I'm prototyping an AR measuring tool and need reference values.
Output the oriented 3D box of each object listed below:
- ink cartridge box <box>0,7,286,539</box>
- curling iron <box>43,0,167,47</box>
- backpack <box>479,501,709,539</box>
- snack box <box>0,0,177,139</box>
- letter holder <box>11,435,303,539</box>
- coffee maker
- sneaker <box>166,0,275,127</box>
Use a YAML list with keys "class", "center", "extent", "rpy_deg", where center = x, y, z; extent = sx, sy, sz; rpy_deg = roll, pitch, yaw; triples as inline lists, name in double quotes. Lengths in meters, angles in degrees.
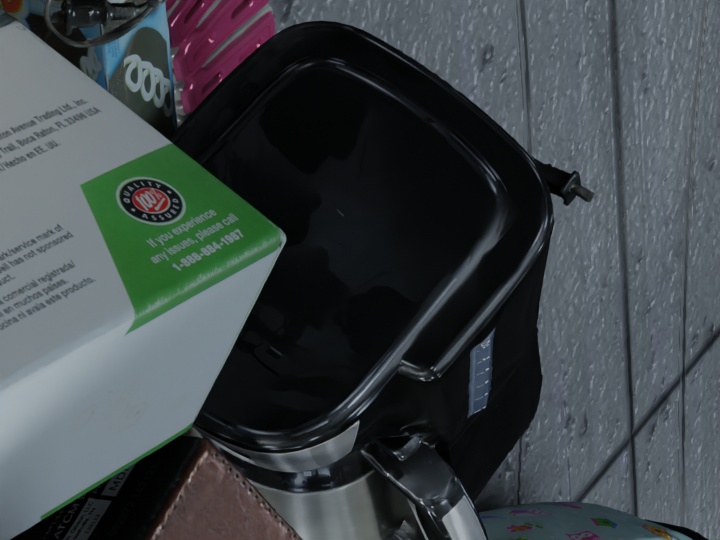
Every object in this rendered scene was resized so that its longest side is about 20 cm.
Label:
- class: "ink cartridge box"
  center: [-0.147, -0.019, 0.782]
  extent: [0.147, 0.200, 0.083]
  rpy_deg: [-30, 153, -51]
- class: "curling iron"
  center: [-0.138, -0.124, 0.799]
  extent: [0.050, 0.200, 0.026]
  rpy_deg: [-54, -162, 22]
- class: "backpack"
  center: [0.094, 0.179, 1.377]
  extent: [0.200, 0.167, 0.127]
  rpy_deg: [-4, 88, -56]
- class: "snack box"
  center: [-0.119, -0.124, 0.869]
  extent: [0.037, 0.116, 0.200]
  rpy_deg: [-41, 137, -45]
- class: "letter holder"
  center: [-0.087, 0.169, 0.852]
  extent: [0.142, 0.101, 0.200]
  rpy_deg: [49, 59, -33]
- class: "coffee maker"
  center: [0.000, 0.000, 0.953]
  extent: [0.200, 0.135, 0.192]
  rpy_deg: [86, 20, -69]
- class: "sneaker"
  center: [-0.088, -0.127, 0.945]
  extent: [0.074, 0.087, 0.200]
  rpy_deg: [-53, 155, -23]
